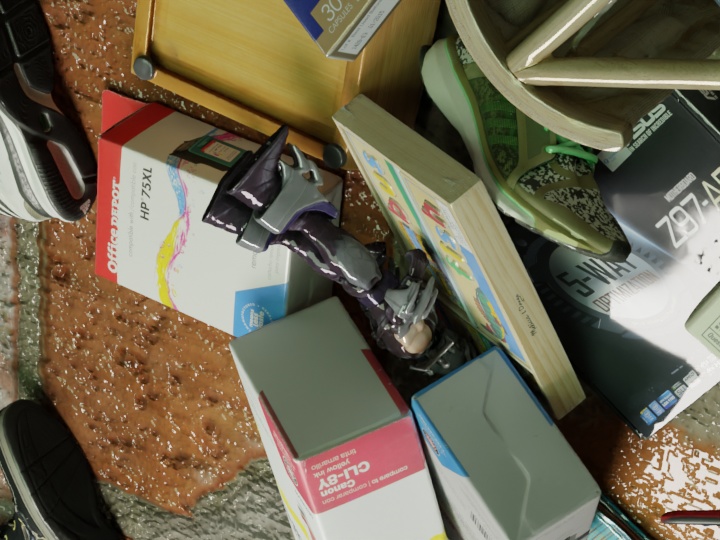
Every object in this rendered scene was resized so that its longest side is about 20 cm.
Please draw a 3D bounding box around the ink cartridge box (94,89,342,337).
[{"bbox_3d":[-0.116,-0.037,1.420,0.200,0.067,0.116,22,126,23],"label":"ink cartridge box"}]

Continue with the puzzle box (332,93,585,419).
[{"bbox_3d":[0.060,-0.007,1.259,0.133,0.025,0.200,40,164,48],"label":"puzzle box"}]

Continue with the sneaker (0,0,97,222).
[{"bbox_3d":[-0.274,-0.121,1.472,0.115,0.076,0.201,-4,116,33],"label":"sneaker"}]

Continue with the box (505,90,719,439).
[{"bbox_3d":[0.184,-0.011,1.247,0.160,0.044,0.200,47,132,2],"label":"box"}]

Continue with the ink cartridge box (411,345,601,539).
[{"bbox_3d":[0.090,0.140,1.331,0.116,0.068,0.200,56,169,18],"label":"ink cartridge box"}]

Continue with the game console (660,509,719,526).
[{"bbox_3d":[0.305,0.192,1.233,0.200,0.119,0.173,-3,114,36],"label":"game console"}]

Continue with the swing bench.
[{"bbox_3d":[0.181,-0.158,1.060,0.200,0.199,0.130,-16,106,40],"label":"swing bench"}]

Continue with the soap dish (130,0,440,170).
[{"bbox_3d":[-0.052,-0.161,1.296,0.200,0.081,0.158,25,127,19],"label":"soap dish"}]

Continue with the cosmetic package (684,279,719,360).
[{"bbox_3d":[0.281,-0.013,1.118,0.105,0.071,0.200,44,111,4],"label":"cosmetic package"}]

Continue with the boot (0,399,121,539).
[{"bbox_3d":[-0.280,0.207,1.664,0.154,0.073,0.204,-14,111,34],"label":"boot"}]

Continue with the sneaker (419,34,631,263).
[{"bbox_3d":[0.107,-0.089,1.199,0.089,0.077,0.200,-50,53,26],"label":"sneaker"}]

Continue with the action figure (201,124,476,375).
[{"bbox_3d":[0.000,0.000,1.289,0.200,0.069,0.130,40,167,-13],"label":"action figure"}]

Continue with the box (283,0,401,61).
[{"bbox_3d":[-0.030,-0.233,1.193,0.121,0.032,0.200,-50,60,27],"label":"box"}]

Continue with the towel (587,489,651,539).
[{"bbox_3d":[0.145,0.240,1.435,0.147,0.022,0.200,43,132,7],"label":"towel"}]

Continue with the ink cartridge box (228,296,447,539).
[{"bbox_3d":[-0.006,0.143,1.370,0.145,0.083,0.200,-126,16,-53],"label":"ink cartridge box"}]
